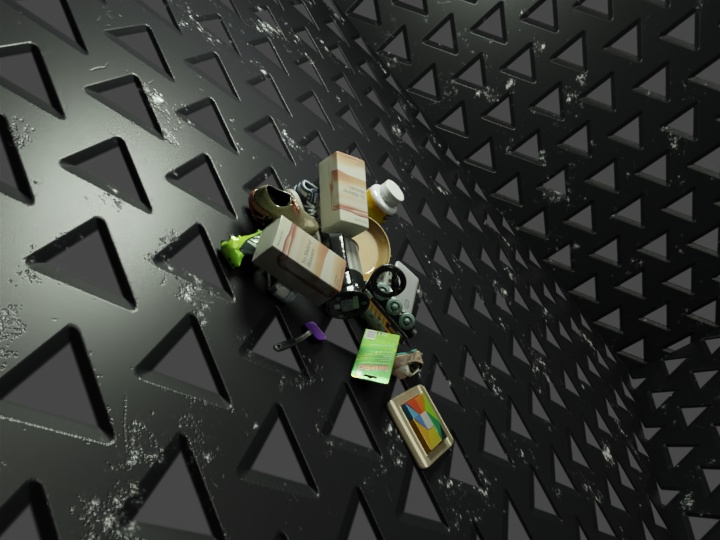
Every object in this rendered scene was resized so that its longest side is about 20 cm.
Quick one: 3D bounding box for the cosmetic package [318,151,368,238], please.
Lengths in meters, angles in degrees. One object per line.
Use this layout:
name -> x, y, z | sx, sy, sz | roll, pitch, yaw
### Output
cosmetic package -> -0.046, -0.200, 1.631 | 0.103, 0.087, 0.203 | 11, 66, -39

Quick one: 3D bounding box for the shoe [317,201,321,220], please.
shoe -> -0.109, -0.190, 1.752 | 0.053, 0.070, 0.200 | 39, 6, -25

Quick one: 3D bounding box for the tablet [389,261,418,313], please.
tablet -> 0.120, 0.089, 1.779 | 0.130, 0.014, 0.202 | 39, 58, -44

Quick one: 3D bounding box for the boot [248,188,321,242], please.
boot -> -0.196, -0.118, 1.574 | 0.153, 0.073, 0.205 | -10, 69, -54

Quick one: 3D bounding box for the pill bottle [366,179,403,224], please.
pill bottle -> 0.035, -0.187, 1.868 | 0.109, 0.199, 0.110 | 37, 32, -28

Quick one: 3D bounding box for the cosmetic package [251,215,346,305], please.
cosmetic package -> -0.137, -0.021, 1.400 | 0.199, 0.087, 0.104 | 34, 45, -27

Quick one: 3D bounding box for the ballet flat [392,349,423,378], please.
ballet flat -> 0.118, 0.255, 1.647 | 0.199, 0.068, 0.068 | -1, 66, -56

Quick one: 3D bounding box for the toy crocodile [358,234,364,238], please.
toy crocodile -> 0.012, -0.070, 1.847 | 0.199, 0.067, 0.062 | 29, 39, -36

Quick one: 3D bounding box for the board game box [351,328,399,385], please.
board game box -> 0.039, 0.221, 1.543 | 0.094, 0.030, 0.200 | 11, 28, 7

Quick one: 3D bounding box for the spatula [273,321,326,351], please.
spatula -> -0.138, 0.155, 1.395 | 0.057, 0.021, 0.199 | 47, 28, 13

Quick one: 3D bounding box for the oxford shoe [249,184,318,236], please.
oxford shoe -> -0.175, -0.143, 1.500 | 0.199, 0.074, 0.071 | 27, 58, -32

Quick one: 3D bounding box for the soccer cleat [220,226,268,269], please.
soccer cleat -> -0.246, -0.050, 1.427 | 0.199, 0.067, 0.082 | -22, 87, -56

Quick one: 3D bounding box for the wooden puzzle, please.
wooden puzzle -> 0.163, 0.397, 1.584 | 0.199, 0.037, 0.186 | -8, 66, -60

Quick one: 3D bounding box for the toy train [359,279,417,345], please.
toy train -> 0.065, 0.120, 1.662 | 0.200, 0.114, 0.085 | 49, -2, -4

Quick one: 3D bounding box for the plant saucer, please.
plant saucer -> -0.008, -0.063, 1.761 | 0.198, 0.035, 0.203 | 8, 72, -24

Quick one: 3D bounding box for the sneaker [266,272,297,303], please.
sneaker -> -0.187, -0.018, 1.462 | 0.071, 0.073, 0.202 | 35, 33, -38

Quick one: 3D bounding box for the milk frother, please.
milk frother -> 0.000, 0.000, 1.584 | 0.197, 0.181, 0.190 | 2, 50, -16

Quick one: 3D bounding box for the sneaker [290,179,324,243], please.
sneaker -> -0.131, -0.151, 1.664 | 0.201, 0.108, 0.070 | 58, 28, 8

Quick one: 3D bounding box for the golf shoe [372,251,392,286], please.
golf shoe -> 0.069, 0.033, 1.787 | 0.078, 0.097, 0.202 | 17, 46, -52
